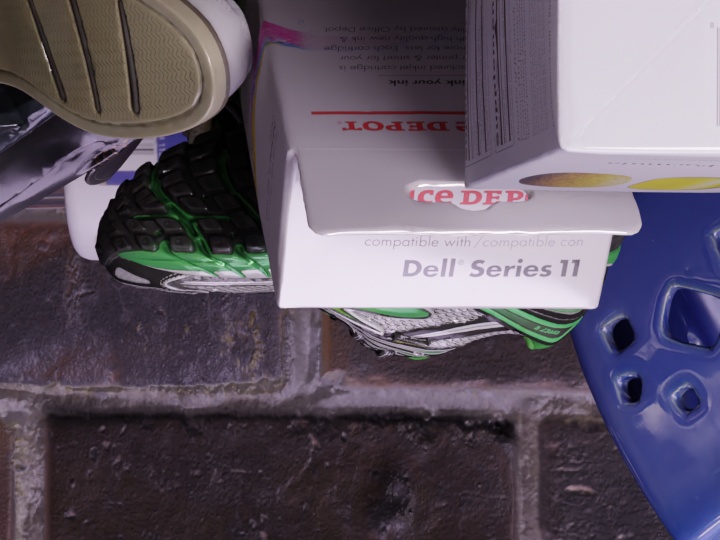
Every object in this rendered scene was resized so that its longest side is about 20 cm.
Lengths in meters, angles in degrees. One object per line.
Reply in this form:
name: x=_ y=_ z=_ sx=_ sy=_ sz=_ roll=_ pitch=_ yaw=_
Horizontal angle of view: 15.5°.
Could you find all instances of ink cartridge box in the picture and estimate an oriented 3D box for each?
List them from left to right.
ink cartridge box: x=0.022 y=-0.046 z=0.921 sx=0.117 sy=0.067 sz=0.200 roll=0 pitch=-144 yaw=-9

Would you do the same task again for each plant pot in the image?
plant pot: x=0.186 y=-0.016 z=1.116 sx=0.200 sy=0.180 sz=0.200 roll=-42 pitch=163 yaw=19

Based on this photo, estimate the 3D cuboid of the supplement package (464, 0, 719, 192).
supplement package: x=0.094 y=-0.080 z=0.747 sx=0.113 sy=0.110 sz=0.200 roll=1 pitch=179 yaw=-4

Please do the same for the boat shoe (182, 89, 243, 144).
boat shoe: x=-0.046 y=-0.068 z=1.111 sx=0.072 sy=0.066 sz=0.201 roll=49 pitch=168 yaw=-24

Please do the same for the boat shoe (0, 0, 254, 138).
boat shoe: x=-0.103 y=-0.099 z=0.978 sx=0.068 sy=0.075 sz=0.200 roll=-28 pitch=-150 yaw=-37

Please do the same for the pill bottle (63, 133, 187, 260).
pill bottle: x=-0.045 y=-0.064 z=1.337 sx=0.199 sy=0.120 sz=0.120 roll=1 pitch=179 yaw=2

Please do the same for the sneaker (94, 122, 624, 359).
sneaker: x=0.000 y=0.000 z=0.985 sx=0.199 sy=0.085 sz=0.078 roll=4 pitch=-144 yaw=-13

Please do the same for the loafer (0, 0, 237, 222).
loafer: x=-0.115 y=-0.069 z=1.073 sx=0.200 sy=0.073 sz=0.072 roll=-20 pitch=134 yaw=8
